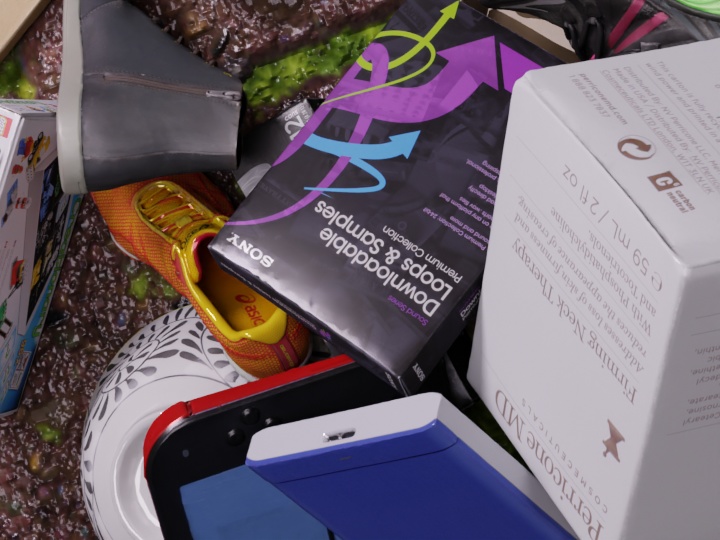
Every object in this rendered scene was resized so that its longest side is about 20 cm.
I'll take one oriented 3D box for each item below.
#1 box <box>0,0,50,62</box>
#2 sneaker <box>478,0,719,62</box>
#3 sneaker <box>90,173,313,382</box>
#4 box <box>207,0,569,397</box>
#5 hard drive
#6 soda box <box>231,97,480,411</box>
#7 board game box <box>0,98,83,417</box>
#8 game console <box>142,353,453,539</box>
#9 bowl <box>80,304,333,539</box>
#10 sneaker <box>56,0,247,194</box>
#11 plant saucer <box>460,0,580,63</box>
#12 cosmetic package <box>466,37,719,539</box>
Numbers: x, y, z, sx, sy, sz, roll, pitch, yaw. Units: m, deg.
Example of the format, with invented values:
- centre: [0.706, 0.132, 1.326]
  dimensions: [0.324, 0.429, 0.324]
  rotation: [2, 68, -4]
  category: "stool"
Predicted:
- centre: [-0.295, -0.172, 1.360]
  dimensions: [0.163, 0.021, 0.200]
  rotation: [44, 104, 9]
  category: "box"
- centre: [0.148, -0.128, 1.176]
  dimensions: [0.199, 0.077, 0.084]
  rotation: [21, 95, 15]
  category: "sneaker"
- centre: [-0.093, -0.020, 1.262]
  dimensions: [0.073, 0.077, 0.200]
  rotation: [-38, 58, -15]
  category: "sneaker"
- centre: [0.030, -0.048, 1.179]
  dimensions: [0.143, 0.036, 0.200]
  rotation: [32, 79, 26]
  category: "box"
- centre: [0.050, 0.137, 1.169]
  dimensions: [0.131, 0.200, 0.026]
  rotation: [-15, 47, 38]
  category: "hard drive"
- centre: [0.000, 0.000, 1.258]
  dimensions: [0.063, 0.071, 0.201]
  rotation: [-31, 85, 16]
  category: "soda box"
- centre: [-0.218, -0.004, 1.294]
  dimensions: [0.034, 0.126, 0.201]
  rotation: [20, 98, 14]
  category: "board game box"
- centre: [-0.023, 0.139, 1.217]
  dimensions: [0.176, 0.031, 0.201]
  rotation: [-15, 125, -5]
  category: "game console"
- centre: [-0.091, 0.121, 1.282]
  dimensions: [0.199, 0.094, 0.202]
  rotation: [1, 94, 15]
  category: "bowl"
- centre: [-0.119, -0.115, 1.256]
  dimensions: [0.105, 0.201, 0.075]
  rotation: [-1, 134, -4]
  category: "sneaker"
- centre: [0.148, -0.131, 1.229]
  dimensions: [0.198, 0.029, 0.202]
  rotation: [1, 94, 17]
  category: "plant saucer"
- centre: [0.172, 0.014, 1.090]
  dimensions: [0.168, 0.165, 0.201]
  rotation: [-125, 32, -44]
  category: "cosmetic package"
